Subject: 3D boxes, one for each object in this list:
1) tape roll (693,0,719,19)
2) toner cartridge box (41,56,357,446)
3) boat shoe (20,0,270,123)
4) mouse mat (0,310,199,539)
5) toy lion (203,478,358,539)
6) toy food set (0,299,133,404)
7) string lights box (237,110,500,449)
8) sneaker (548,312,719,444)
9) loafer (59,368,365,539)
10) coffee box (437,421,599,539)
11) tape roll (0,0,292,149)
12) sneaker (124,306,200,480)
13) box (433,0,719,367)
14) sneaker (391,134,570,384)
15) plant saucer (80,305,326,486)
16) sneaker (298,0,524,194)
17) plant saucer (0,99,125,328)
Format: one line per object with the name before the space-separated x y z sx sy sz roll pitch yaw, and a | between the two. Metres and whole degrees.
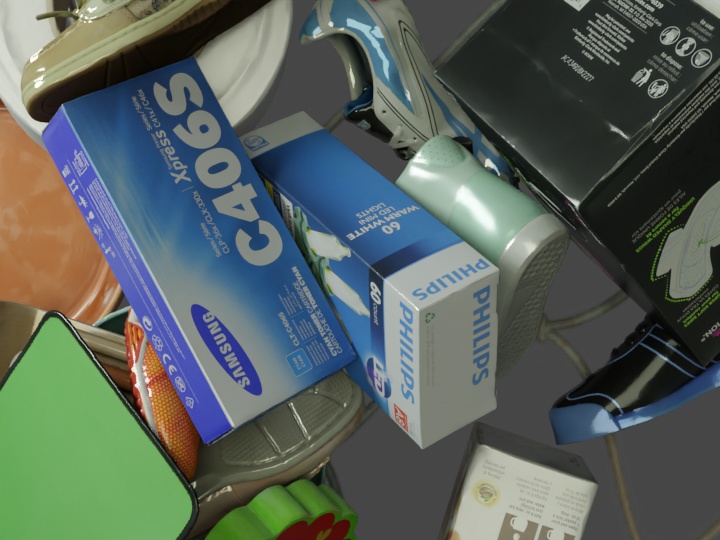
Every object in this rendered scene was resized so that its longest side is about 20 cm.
tape roll | 0.226 -0.143 0.860 0.202 0.202 0.071 45 93 3
toner cartridge box | -0.091 -0.013 0.832 0.094 0.043 0.202 -27 86 -34
boat shoe | -0.119 -0.157 0.855 0.199 0.073 0.063 -35 82 -19
mouse mat | -0.182 0.145 0.849 0.161 0.007 0.201 48 115 25
toy lion | -0.069 0.215 0.893 0.069 0.200 0.192 40 85 28
toy food set | -0.162 0.116 0.920 0.197 0.060 0.145 18 92 1
string lights box | 0.000 0.000 0.861 0.058 0.200 0.104 -24 132 -25
sneaker | 0.202 0.042 0.932 0.198 0.070 0.079 -24 85 -2
loafer | -0.083 0.123 0.882 0.198 0.063 0.072 -29 50 -6
coffee box | 0.078 0.208 0.917 0.079 0.114 0.203 17 91 4
tape roll | -0.141 -0.161 0.927 0.199 0.071 0.206 1 84 -5
sneaker | -0.101 0.039 0.876 0.076 0.073 0.202 -1 49 -3
box | 0.164 -0.068 0.845 0.124 0.200 0.149 -44 47 3
sneaker | 0.053 0.004 0.911 0.073 0.202 0.118 -29 63 -34
plant saucer | -0.119 0.119 0.967 0.197 0.036 0.203 0 92 1
sneaker | 0.035 -0.092 0.923 0.072 0.072 0.201 -39 104 -9
plant saucer | -0.244 -0.029 0.982 0.197 0.032 0.204 0 90 4
